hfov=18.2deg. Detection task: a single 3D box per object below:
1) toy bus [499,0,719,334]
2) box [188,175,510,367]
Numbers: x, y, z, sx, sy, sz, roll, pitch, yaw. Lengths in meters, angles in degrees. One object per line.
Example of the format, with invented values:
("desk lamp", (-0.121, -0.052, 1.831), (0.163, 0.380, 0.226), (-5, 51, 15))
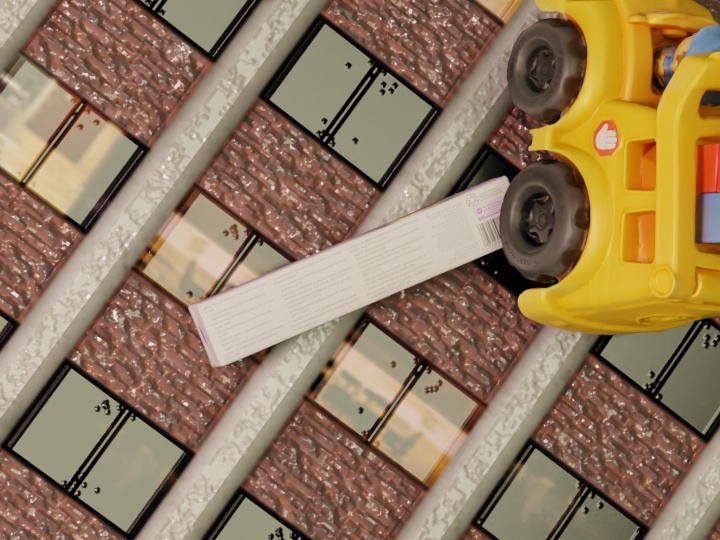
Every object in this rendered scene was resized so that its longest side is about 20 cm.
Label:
("toy bus", (0.183, -0.067, 1.245), (0.135, 0.192, 0.201), (5, 84, -33))
("box", (0.000, 0.000, 1.295), (0.200, 0.039, 0.042), (-24, 92, -12))
